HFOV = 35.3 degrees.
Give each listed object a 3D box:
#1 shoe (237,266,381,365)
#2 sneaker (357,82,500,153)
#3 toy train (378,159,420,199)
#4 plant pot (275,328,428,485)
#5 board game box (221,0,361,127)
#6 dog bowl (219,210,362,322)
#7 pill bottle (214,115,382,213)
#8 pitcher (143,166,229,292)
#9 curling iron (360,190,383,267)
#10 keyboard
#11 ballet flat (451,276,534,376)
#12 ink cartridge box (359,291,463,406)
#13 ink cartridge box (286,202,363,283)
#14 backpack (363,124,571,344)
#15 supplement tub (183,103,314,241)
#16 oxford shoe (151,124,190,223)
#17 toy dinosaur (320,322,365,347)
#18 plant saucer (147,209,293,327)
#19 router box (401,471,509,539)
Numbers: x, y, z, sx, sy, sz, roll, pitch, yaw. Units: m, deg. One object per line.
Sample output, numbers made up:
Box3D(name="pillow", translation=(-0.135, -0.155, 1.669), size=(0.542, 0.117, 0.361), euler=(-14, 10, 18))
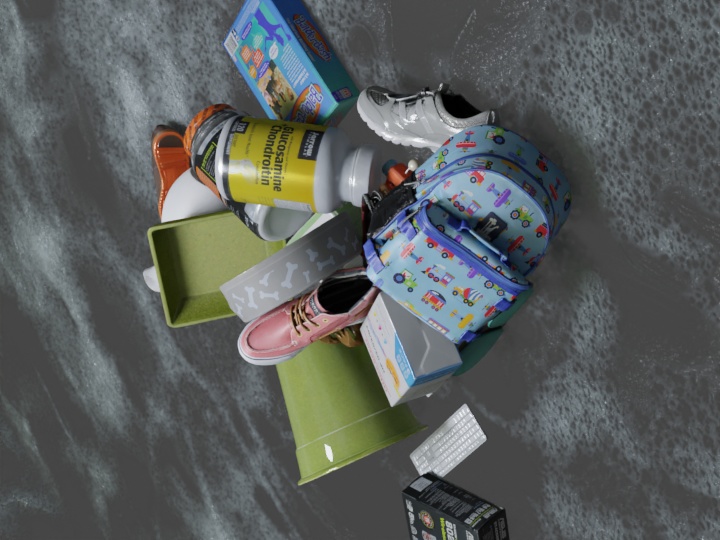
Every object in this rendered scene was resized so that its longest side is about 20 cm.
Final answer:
Box3D(name="shoe", translation=(-0.066, 0.054, 1.425), size=(0.091, 0.200, 0.072), euler=(81, 167, -72))
Box3D(name="sneaker", translation=(0.085, -0.183, 1.303), size=(0.200, 0.075, 0.082), euler=(25, 126, 29))
Box3D(name="toy train", translation=(0.075, -0.036, 1.419), size=(0.200, 0.056, 0.150), euler=(50, 145, 21))
Box3D(name="plant pot", translation=(-0.033, 0.176, 1.598), size=(0.200, 0.200, 0.190), euler=(-35, 77, 57))
Box3D(name="board game box", translation=(-0.095, -0.269, 1.504), size=(0.200, 0.045, 0.152), euler=(58, 146, 8))
Box3D(name="dog bowl", translation=(-0.085, -0.003, 1.423), size=(0.059, 0.200, 0.200), euler=(59, 147, -3))
Box3D(name="pill bottle", translation=(-0.077, -0.133, 1.450), size=(0.199, 0.112, 0.112), euler=(8, 125, 11))
Box3D(name="pitcher", translation=(-0.236, -0.056, 1.786), size=(0.200, 0.171, 0.121), euler=(-67, 29, 27))
Box3D(name="curling iron", translation=(0.015, -0.024, 1.447), size=(0.200, 0.025, 0.050), euler=(93, 155, -49))
Box3D(name="keyboard", translation=(0.121, 0.249, 1.590), size=(0.056, 0.011, 0.200), euler=(55, 146, 14))
Box3D(name="ballet flat", translation=(0.149, 0.052, 1.379), size=(0.062, 0.067, 0.200), euler=(60, 139, 25))
Box3D(name="ink cartridge box", translation=(0.057, 0.098, 1.420), size=(0.200, 0.068, 0.115), euler=(113, 136, -70))
Box3D(name="ink cartridge box", translation=(0.000, 0.000, 1.557), size=(0.200, 0.048, 0.146), euler=(46, 147, -2))
Box3D(name="backpack", translation=(0.124, -0.046, 1.219), size=(0.182, 0.135, 0.200), euler=(40, 120, -14))
Box3D(name="supplement tub", translation=(-0.157, -0.144, 1.604), size=(0.200, 0.122, 0.123), euler=(44, 142, 28))
Box3D(name="oxford shoe", translation=(-0.310, -0.148, 1.881), size=(0.073, 0.071, 0.201), euler=(-131, 35, -56))
Box3D(name="toy dinosaur", translation=(0.002, 0.075, 1.522), size=(0.200, 0.106, 0.060), euler=(54, 137, 1))
Box3D(name="plant saucer", translation=(-0.211, -0.017, 1.716), size=(0.048, 0.199, 0.200), euler=(-111, 13, -49))
Box3D(name="router box", translation=(0.143, 0.404, 1.609), size=(0.150, 0.062, 0.201), euler=(17, 127, 45))
